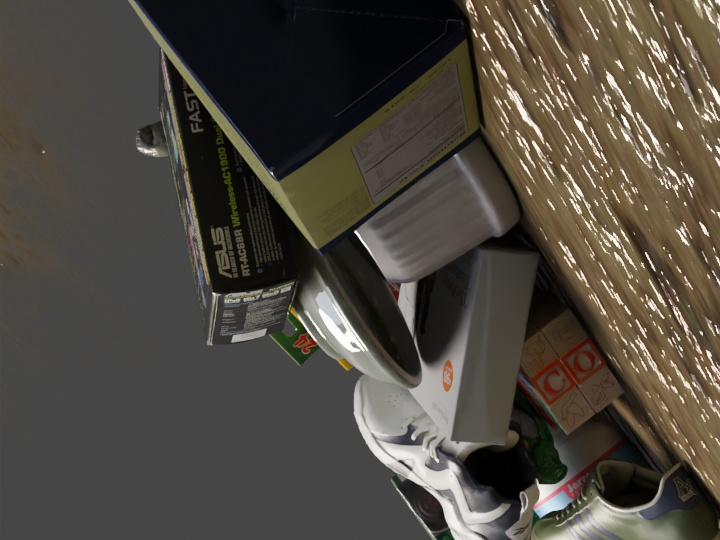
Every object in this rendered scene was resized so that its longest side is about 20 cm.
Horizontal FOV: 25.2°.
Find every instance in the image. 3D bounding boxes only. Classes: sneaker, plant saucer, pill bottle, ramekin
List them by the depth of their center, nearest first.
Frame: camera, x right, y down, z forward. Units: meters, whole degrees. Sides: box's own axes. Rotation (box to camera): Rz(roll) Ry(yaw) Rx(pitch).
[{"bbox_3d":[0.014,-0.083,1.154,0.200,0.105,0.200,53,178,2],"label":"ramekin"},{"bbox_3d":[-0.022,0.012,1.239,0.200,0.050,0.200,56,-169,-16],"label":"plant saucer"},{"bbox_3d":[0.207,0.191,1.313,0.200,0.067,0.090,-7,112,52],"label":"sneaker"},{"bbox_3d":[0.077,0.137,1.320,0.199,0.079,0.130,55,150,22],"label":"sneaker"},{"bbox_3d":[0.217,0.207,1.444,0.200,0.109,0.109,52,178,8],"label":"pill bottle"}]

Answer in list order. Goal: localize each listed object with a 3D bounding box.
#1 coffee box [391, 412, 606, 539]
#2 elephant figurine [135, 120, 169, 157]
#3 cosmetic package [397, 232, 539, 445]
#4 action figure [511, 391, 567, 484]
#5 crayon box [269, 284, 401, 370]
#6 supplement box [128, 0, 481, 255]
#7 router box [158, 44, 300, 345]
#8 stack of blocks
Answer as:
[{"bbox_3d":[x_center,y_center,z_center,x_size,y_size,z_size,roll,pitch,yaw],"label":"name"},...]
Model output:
[{"bbox_3d":[0.143,0.187,1.521,0.123,0.200,0.044,55,176,-6],"label":"coffee box"},{"bbox_3d":[-0.098,-0.127,1.588,0.155,0.200,0.142,53,178,-4],"label":"elephant figurine"},{"bbox_3d":[0.077,0.035,1.282,0.200,0.052,0.151,-134,49,-72],"label":"cosmetic package"},{"bbox_3d":[0.116,0.125,1.390,0.200,0.055,0.118,41,151,51],"label":"action figure"},{"bbox_3d":[0.000,0.000,1.407,0.127,0.200,0.051,48,-178,-42],"label":"crayon box"},{"bbox_3d":[-0.041,-0.143,0.968,0.200,0.134,0.200,53,178,15],"label":"supplement box"},{"bbox_3d":[-0.097,-0.061,1.148,0.150,0.062,0.200,112,146,-73],"label":"router box"},{"bbox_3d":[0.147,0.067,1.337,0.115,0.059,0.200,54,178,-17],"label":"stack of blocks"}]
